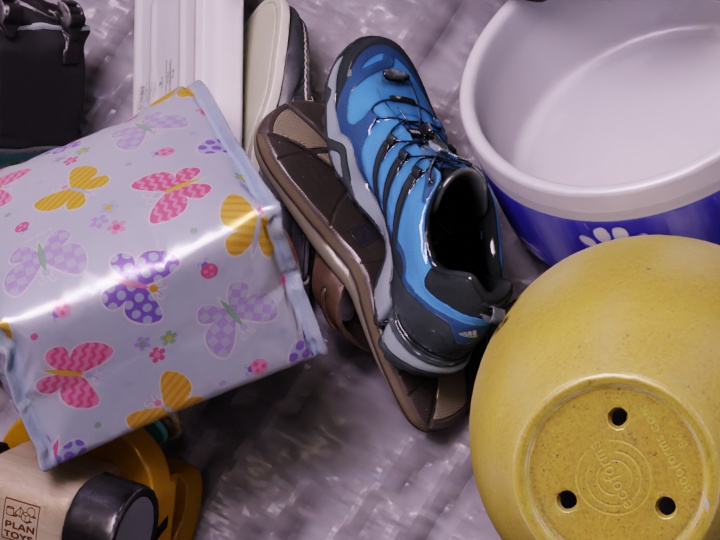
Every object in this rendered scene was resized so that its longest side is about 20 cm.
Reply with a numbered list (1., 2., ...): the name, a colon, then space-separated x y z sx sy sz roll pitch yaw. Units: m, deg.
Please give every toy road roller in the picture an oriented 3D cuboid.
1. toy road roller: -0.155 0.169 1.628 0.122 0.146 0.201 14 107 22

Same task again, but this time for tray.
1. tray: -0.105 -0.110 1.746 0.107 0.022 0.201 -32 51 48

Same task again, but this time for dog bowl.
1. dog bowl: 0.159 -0.090 1.631 0.199 0.079 0.201 -14 44 14

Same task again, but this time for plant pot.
1. plant pot: 0.139 0.089 1.504 0.199 0.142 0.201 2 97 14

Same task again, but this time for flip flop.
1. flip flop: 0.000 0.000 1.663 0.081 0.058 0.200 -28 81 -42

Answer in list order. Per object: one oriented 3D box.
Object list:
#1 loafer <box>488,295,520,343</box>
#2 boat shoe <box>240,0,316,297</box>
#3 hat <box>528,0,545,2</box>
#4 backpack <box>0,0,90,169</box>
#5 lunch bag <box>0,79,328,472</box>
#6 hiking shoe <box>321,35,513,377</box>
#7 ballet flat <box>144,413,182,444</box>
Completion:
1. loafer: 0.161 0.012 1.625 0.199 0.063 0.072 -12 64 10
2. boat shoe: -0.044 -0.058 1.718 0.074 0.066 0.200 -33 46 52
3. hat: 0.087 -0.203 1.646 0.201 0.200 0.081 53 125 28
4. backpack: -0.274 -0.102 1.737 0.199 0.177 0.151 15 101 22
5. lunch bag: -0.127 -0.008 1.596 0.169 0.128 0.200 -23 35 -7
6. hiking shoe: 0.040 -0.046 1.620 0.087 0.074 0.201 -41 57 47
7. ballet flat: -0.179 0.038 1.712 0.199 0.071 0.071 17 71 22
